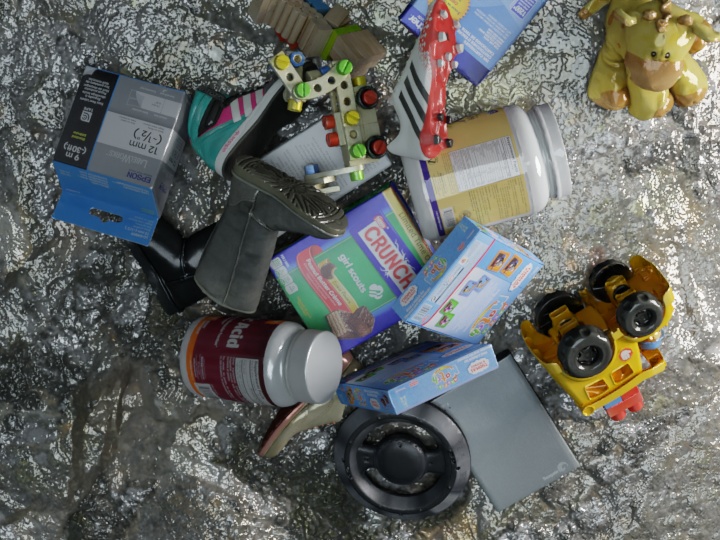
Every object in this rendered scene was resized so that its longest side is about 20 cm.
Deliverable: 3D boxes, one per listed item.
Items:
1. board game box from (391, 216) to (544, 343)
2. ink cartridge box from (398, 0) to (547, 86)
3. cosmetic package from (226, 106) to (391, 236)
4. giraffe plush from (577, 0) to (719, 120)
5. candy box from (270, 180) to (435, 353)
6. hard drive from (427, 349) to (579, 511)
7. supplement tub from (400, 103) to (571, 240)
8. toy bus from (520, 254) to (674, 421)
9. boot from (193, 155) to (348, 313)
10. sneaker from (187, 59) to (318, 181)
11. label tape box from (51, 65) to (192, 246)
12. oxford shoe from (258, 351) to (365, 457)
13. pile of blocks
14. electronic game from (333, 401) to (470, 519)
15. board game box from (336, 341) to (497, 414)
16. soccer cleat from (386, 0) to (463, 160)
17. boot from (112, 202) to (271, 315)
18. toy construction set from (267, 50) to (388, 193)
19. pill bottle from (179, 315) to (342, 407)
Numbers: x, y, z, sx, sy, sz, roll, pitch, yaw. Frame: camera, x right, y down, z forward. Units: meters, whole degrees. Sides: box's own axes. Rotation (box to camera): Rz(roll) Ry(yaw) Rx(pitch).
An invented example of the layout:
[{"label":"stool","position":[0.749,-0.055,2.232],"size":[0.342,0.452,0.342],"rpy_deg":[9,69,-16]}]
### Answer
[{"label":"board game box","position":[0.146,0.019,1.380],"size":[0.151,0.200,0.037],"rpy_deg":[-52,56,12]},{"label":"ink cartridge box","position":[0.141,-0.333,1.344],"size":[0.136,0.076,0.200],"rpy_deg":[38,103,-8]},{"label":"cosmetic package","position":[-0.067,-0.134,1.397],"size":[0.200,0.071,0.102],"rpy_deg":[-31,100,8]},{"label":"giraffe plush","position":[0.369,-0.283,1.304],"size":[0.172,0.162,0.201],"rpy_deg":[-17,103,6]},{"label":"candy box","position":[0.000,0.000,1.427],"size":[0.199,0.077,0.169],"rpy_deg":[-31,102,8]},{"label":"hard drive","position":[0.205,0.232,1.502],"size":[0.139,0.033,0.200],"rpy_deg":[-32,101,8]},{"label":"supplement tub","position":[0.160,-0.131,1.356],"size":[0.199,0.145,0.146],"rpy_deg":[-15,103,5]},{"label":"toy bus","position":[0.350,0.107,1.427],"size":[0.200,0.136,0.192],"rpy_deg":[-33,114,6]},{"label":"boot","position":[-0.119,-0.024,1.321],"size":[0.182,0.072,0.201],"rpy_deg":[33,119,20]},{"label":"sneaker","position":[-0.155,-0.218,1.378],"size":[0.121,0.084,0.200],"rpy_deg":[32,70,25]},{"label":"label tape box","position":[-0.315,-0.149,1.358],"size":[0.143,0.066,0.201],"rpy_deg":[16,80,8]},{"label":"oxford shoe","position":[-0.065,0.203,1.483],"size":[0.074,0.071,0.200],"rpy_deg":[42,101,-11]},{"label":"pile of blocks","position":[-0.064,-0.314,1.365],"size":[0.200,0.082,0.062],"rpy_deg":[35,133,0]},{"label":"electronic game","position":[0.060,0.271,1.505],"size":[0.199,0.042,0.201],"rpy_deg":[4,110,10]},{"label":"board game box","position":[0.067,0.137,1.369],"size":[0.151,0.200,0.037],"rpy_deg":[-22,94,-20]},{"label":"soccer cleat","position":[0.074,-0.235,1.288],"size":[0.085,0.069,0.201],"rpy_deg":[2,86,31]},{"label":"boot","position":[-0.224,-0.041,1.424],"size":[0.162,0.073,0.199],"rpy_deg":[-22,110,9]},{"label":"toy construction set","position":[-0.041,-0.179,1.303],"size":[0.131,0.092,0.201],"rpy_deg":[-13,111,-20]},{"label":"pill bottle","position":[-0.133,0.122,1.404],"size":[0.199,0.114,0.115],"rpy_deg":[3,106,28]}]
